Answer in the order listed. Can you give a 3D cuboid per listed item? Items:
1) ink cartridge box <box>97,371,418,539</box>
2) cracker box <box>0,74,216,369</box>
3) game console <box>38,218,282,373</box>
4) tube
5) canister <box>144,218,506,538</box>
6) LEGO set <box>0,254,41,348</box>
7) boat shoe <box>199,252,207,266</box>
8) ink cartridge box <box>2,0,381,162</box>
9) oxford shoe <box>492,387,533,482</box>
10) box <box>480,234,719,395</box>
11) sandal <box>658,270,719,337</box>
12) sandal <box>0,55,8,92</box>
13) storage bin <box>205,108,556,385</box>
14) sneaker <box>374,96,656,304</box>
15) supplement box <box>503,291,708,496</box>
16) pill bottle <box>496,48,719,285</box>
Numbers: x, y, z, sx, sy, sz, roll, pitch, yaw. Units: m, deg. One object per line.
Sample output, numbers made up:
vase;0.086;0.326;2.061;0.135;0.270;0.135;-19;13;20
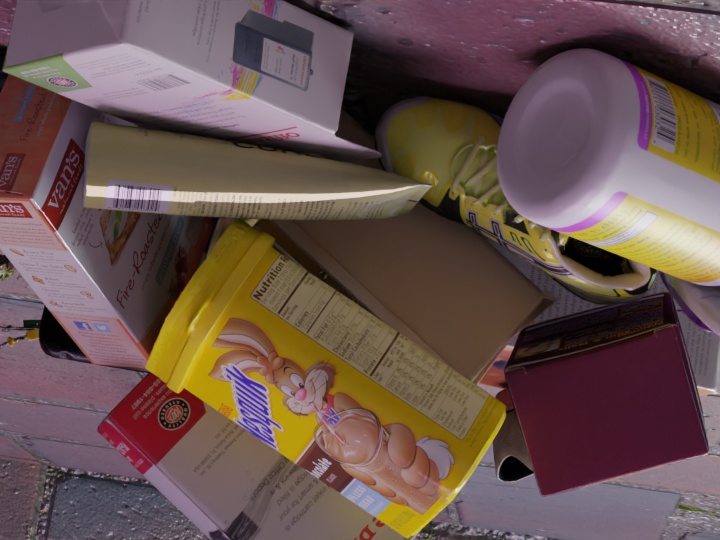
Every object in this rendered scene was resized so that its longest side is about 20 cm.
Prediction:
ink cartridge box;-0.054;0.121;1.410;0.200;0.145;0.083;44;163;-1
cracker box;-0.164;-0.045;1.323;0.058;0.134;0.200;4;149;24
game console;-0.118;0.001;1.515;0.200;0.177;0.031;9;141;-2
tube;-0.063;-0.052;1.243;0.200;0.052;0.058;6;-151;-7
canister;-0.022;0.070;1.293;0.200;0.087;0.149;34;156;1
LEGO set;-0.274;-0.017;1.595;0.200;0.154;0.116;7;167;-8
boat shoe;-0.184;-0.046;1.477;0.202;0.072;0.060;36;-175;5
ink cartridge box;-0.088;-0.119;1.215;0.200;0.067;0.117;21;162;-41
oxford shoe;0.161;0.118;1.558;0.070;0.075;0.200;17;162;-19
box;0.155;0.033;1.603;0.200;0.106;0.152;12;166;-14
sandal;0.221;0.006;1.344;0.082;0.050;0.203;9;-153;-13
sandal;-0.212;-0.107;1.387;0.200;0.048;0.075;9;167;-6
storage bin;0.006;0.006;1.409;0.200;0.094;0.199;42;162;2
sneaker;0.102;-0.048;1.296;0.200;0.075;0.076;29;177;-10
supplement box;0.161;0.076;1.373;0.110;0.086;0.200;-15;-176;9
pill bottle;0.183;-0.052;1.236;0.200;0.104;0.104;19;163;-36
